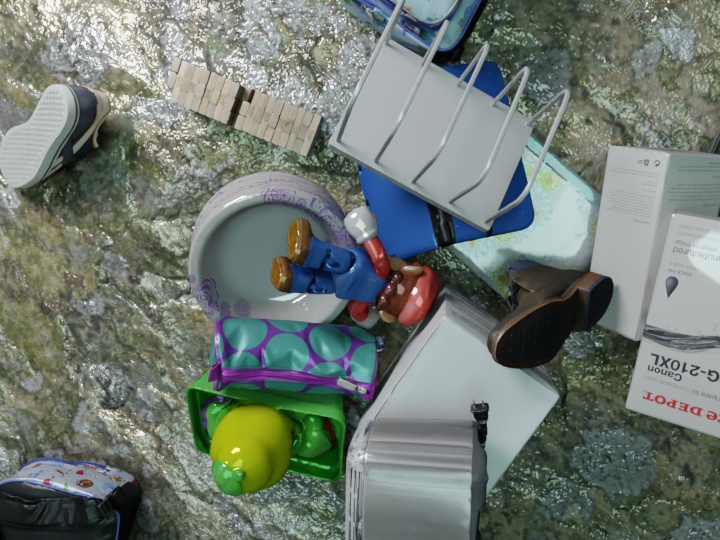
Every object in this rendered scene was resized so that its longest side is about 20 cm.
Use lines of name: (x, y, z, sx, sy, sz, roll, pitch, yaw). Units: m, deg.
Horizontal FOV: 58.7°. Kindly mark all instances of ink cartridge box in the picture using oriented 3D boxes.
ink cartridge box: (0.356, 0.055, 0.622, 0.143, 0.084, 0.204, 15, 104, 28)

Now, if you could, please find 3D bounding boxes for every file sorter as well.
file sorter: (0.090, -0.156, 0.650, 0.198, 0.124, 0.140, 27, 80, -6)

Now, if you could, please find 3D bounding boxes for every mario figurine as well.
mario figurine: (0.000, 0.000, 0.723, 0.197, 0.123, 0.108, 17, 69, -25)

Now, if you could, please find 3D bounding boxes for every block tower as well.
block tower: (-0.142, -0.203, 0.806, 0.197, 0.058, 0.055, 23, 100, 6)

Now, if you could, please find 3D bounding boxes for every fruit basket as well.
fruit basket: (-0.117, 0.204, 0.771, 0.212, 0.217, 0.157, 10, 131, 6)

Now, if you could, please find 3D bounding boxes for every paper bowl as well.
paper bowl: (-0.106, -0.021, 0.780, 0.197, 0.105, 0.204, -5, 118, -9)

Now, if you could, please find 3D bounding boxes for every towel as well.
towel: (0.199, -0.060, 0.786, 0.199, 0.048, 0.172, 41, 103, 1)

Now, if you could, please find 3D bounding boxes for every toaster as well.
toaster: (0.055, 0.220, 0.606, 0.127, 0.114, 0.204, 2, 100, 9)

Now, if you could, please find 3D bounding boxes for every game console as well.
game console: (0.092, -0.125, 0.770, 0.168, 0.118, 0.204, -11, 85, -11)

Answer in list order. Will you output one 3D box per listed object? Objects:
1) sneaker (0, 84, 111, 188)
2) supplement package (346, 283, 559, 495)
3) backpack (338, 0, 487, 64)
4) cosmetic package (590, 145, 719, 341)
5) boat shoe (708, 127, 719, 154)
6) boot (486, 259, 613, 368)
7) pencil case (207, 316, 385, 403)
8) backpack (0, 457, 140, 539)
sneaker: (-0.397, -0.170, 0.838, 0.198, 0.079, 0.079, -26, 88, 35)
supplement package: (0.105, 0.148, 0.747, 0.146, 0.200, 0.193, 34, 101, 2)
backpack: (0.058, -0.359, 0.713, 0.198, 0.147, 0.185, 31, 98, 5)
cosmetic package: (0.330, -0.033, 0.722, 0.106, 0.085, 0.204, -3, 107, -28)
boat shoe: (0.445, -0.168, 0.721, 0.075, 0.061, 0.202, 43, 112, 45)
boot: (0.177, 0.042, 0.685, 0.096, 0.198, 0.076, 24, 122, 44)
pencil case: (-0.074, 0.104, 0.742, 0.196, 0.093, 0.086, 6, 117, -12)
backpack: (-0.407, 0.345, 0.867, 0.187, 0.154, 0.203, 17, 94, -3)
